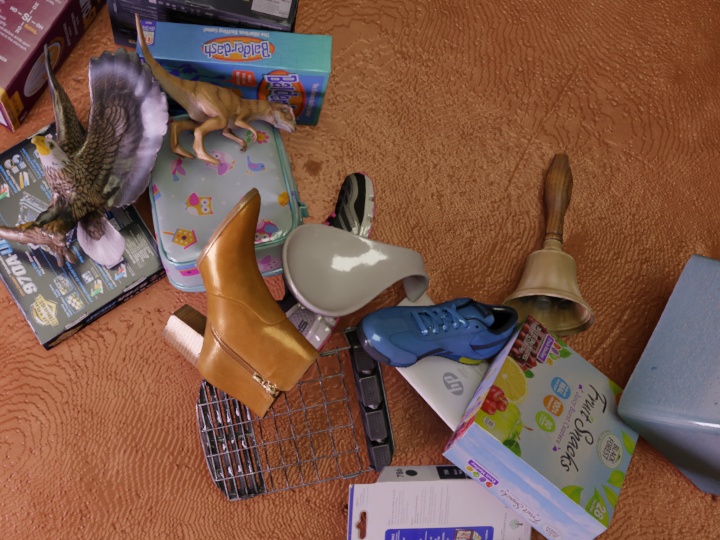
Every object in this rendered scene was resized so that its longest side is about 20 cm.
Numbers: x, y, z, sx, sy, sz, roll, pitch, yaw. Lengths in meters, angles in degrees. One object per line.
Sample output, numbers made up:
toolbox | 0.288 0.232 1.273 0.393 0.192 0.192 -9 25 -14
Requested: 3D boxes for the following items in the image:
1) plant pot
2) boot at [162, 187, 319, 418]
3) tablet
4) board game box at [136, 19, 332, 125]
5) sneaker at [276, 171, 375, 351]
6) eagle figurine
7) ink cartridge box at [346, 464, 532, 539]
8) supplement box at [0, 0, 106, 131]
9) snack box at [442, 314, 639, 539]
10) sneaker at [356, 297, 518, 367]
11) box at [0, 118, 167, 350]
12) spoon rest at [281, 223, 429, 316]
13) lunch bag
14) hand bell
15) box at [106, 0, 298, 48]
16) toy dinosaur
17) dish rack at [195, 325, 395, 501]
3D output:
plant pot | 0.423 0.124 1.246 0.195 0.199 0.198 39 74 -32
boot | -0.095 0.035 1.172 0.143 0.071 0.202 34 118 5
tablet | 0.102 0.114 1.297 0.200 0.014 0.130 47 34 4
board game box | -0.135 -0.207 1.302 0.197 0.152 0.046 3 75 -6
sneaker | -0.046 -0.019 1.314 0.086 0.074 0.202 21 81 -9
eagle figurine | -0.280 -0.114 1.217 0.150 0.151 0.202 22 72 -8
ink cartridge box | 0.081 0.253 1.271 0.197 0.039 0.101 1 111 -9
supplement box | -0.354 -0.265 1.306 0.085 0.110 0.201 31 76 -1
snack box | 0.194 0.165 1.258 0.168 0.068 0.200 39 39 0
sneaker | 0.082 0.054 1.259 0.198 0.078 0.067 4 53 -42
box | -0.318 -0.043 1.298 0.158 0.046 0.201 -33 85 -13
spoon rest | 0.000 0.000 1.241 0.198 0.060 0.101 2 63 -45
lunch bag | -0.139 -0.075 1.283 0.158 0.077 0.202 -11 59 -6
hand bell | 0.213 -0.041 1.361 0.103 0.104 0.203 11 65 -5
box | -0.168 -0.270 1.308 0.197 0.158 0.052 13 76 -4
toy dinosaur | -0.162 -0.167 1.234 0.198 0.060 0.108 20 86 -31
dish rack | -0.067 0.153 1.267 0.197 0.055 0.156 -12 100 -4
